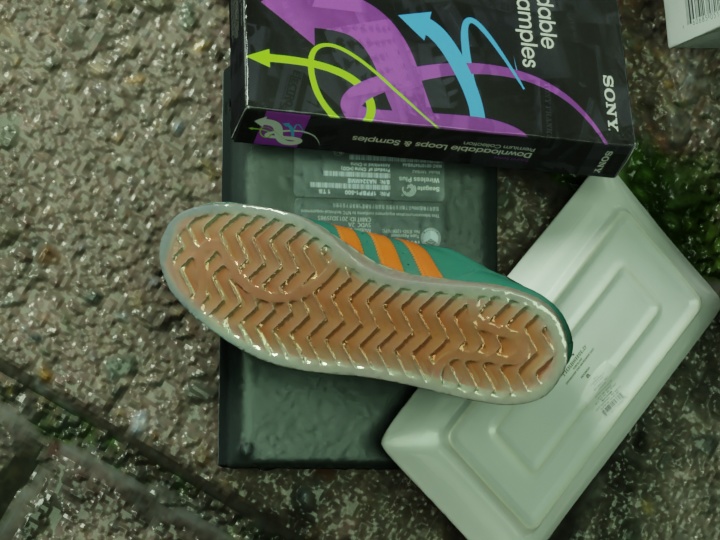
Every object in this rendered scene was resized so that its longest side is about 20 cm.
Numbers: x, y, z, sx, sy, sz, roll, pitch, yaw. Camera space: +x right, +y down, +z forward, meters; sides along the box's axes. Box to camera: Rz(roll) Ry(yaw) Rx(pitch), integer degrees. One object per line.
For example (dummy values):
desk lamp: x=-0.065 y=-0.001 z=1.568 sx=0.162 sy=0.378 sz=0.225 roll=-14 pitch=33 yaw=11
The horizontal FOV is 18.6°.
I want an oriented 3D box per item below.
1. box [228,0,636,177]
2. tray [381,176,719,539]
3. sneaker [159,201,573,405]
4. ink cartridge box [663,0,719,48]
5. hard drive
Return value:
box: x=0.034 y=-0.123 z=1.096 sx=0.200 sy=0.036 sz=0.143 roll=5 pitch=62 yaw=-17
tray: x=0.105 y=0.049 z=1.110 sx=0.107 sy=0.022 sz=0.200 roll=48 pitch=66 yaw=-18
sneaker: x=0.003 y=0.016 z=1.055 sx=0.200 sy=0.080 sz=0.071 roll=18 pitch=96 yaw=6
ink cartridge box: x=0.255 y=-0.209 z=1.149 sx=0.200 sy=0.084 sz=0.176 roll=-3 pitch=86 yaw=-27
hard drive: x=0.000 y=0.000 z=1.102 sx=0.139 sy=0.033 sz=0.200 roll=2 pitch=85 yaw=-16
